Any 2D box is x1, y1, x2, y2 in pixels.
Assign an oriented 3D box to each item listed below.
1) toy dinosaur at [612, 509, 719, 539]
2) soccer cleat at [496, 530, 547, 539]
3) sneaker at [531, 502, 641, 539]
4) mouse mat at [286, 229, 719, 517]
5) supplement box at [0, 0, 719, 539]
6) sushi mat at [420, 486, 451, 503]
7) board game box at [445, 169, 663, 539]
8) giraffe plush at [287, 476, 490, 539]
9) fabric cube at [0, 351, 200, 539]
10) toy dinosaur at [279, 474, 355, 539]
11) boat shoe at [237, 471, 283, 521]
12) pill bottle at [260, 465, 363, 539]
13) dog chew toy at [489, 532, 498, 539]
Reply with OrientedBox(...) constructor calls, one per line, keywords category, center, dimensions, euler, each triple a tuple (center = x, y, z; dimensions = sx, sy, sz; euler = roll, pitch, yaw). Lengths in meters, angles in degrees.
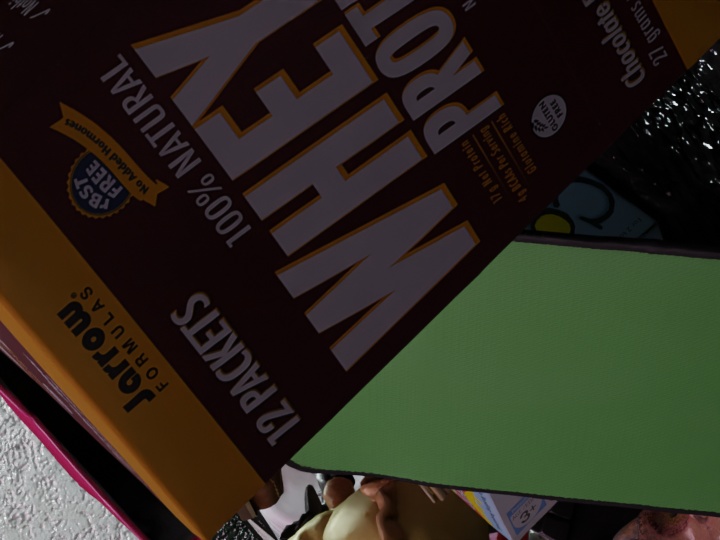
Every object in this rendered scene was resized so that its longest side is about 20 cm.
OrientedBox(category="toy dinosaur", center=(0.122, 0.144, 0.918), dimensions=(0.200, 0.086, 0.136), euler=(-36, 96, 34))
OrientedBox(category="soccer cleat", center=(0.138, 0.201, 1.163), dimensions=(0.201, 0.085, 0.069), euler=(57, 132, 21))
OrientedBox(category="sneaker", center=(0.100, 0.097, 1.015), dimensions=(0.200, 0.076, 0.088), euler=(46, 175, 4))
OrientedBox(category="mouse mat", center=(0.064, 0.034, 0.712), dimensions=(0.199, 0.008, 0.161), euler=(6, 147, 7))
OrientedBox(category="supplement box", center=(-0.049, -0.074, 0.623), dimensions=(0.197, 0.200, 0.133), euler=(34, 164, 50))
OrientedBox(category="sushi mat", center=(0.000, 0.000, 0.998), dimensions=(0.012, 0.096, 0.200), euler=(-14, 122, 47))
OrientedBox(category="board game box", center=(0.015, -0.011, 0.858), dimensions=(0.200, 0.105, 0.103), euler=(40, 167, 33))
OrientedBox(category="giraffe plush", center=(0.032, 0.168, 1.110), dimensions=(0.162, 0.171, 0.201), euler=(-121, 28, -54))
OrientedBox(category="fabric cube", center=(-0.107, -0.010, 1.095), dimensions=(0.200, 0.196, 0.199), euler=(49, 171, -16))
OrientedBox(category="toy dinosaur", center=(0.017, 0.088, 1.263), dimensions=(0.200, 0.102, 0.136), euler=(36, -137, -48))
OrientedBox(category="boat shoe", center=(-0.064, 0.041, 1.263), dimensions=(0.072, 0.068, 0.201), euler=(73, -179, -58))
OrientedBox(category="pill bottle", center=(-0.004, 0.150, 1.491), dimensions=(0.114, 0.114, 0.200), euler=(42, 168, 24))
OrientedBox(category="dog chew toy", center=(0.102, 0.206, 1.294), dimensions=(0.125, 0.124, 0.200), euler=(50, 177, -18))
